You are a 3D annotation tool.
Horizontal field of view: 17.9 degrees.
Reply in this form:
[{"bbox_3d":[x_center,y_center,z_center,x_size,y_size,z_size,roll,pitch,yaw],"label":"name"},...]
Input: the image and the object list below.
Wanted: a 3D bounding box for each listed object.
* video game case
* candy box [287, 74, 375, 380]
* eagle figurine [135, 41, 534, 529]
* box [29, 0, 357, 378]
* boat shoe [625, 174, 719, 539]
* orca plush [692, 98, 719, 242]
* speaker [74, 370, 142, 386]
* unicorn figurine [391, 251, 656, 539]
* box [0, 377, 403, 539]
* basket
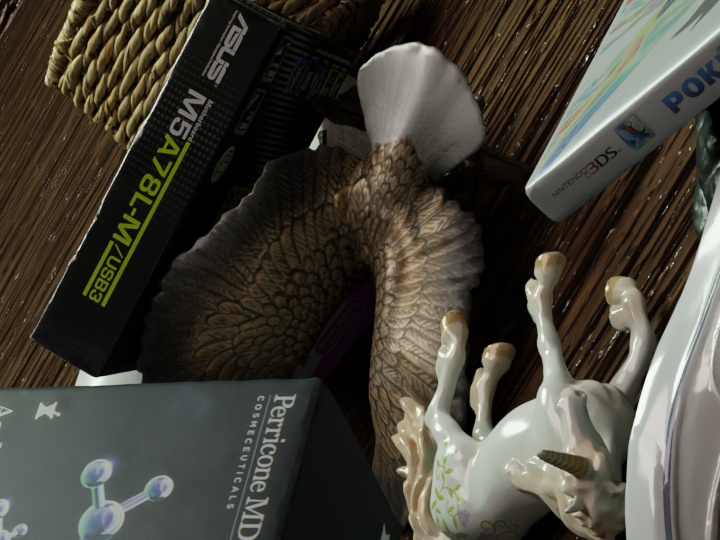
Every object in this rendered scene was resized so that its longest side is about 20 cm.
[{"bbox_3d":[0.151,-0.124,0.847,0.182,0.022,0.200,-40,13,42],"label":"video game case"},{"bbox_3d":[-0.037,-0.015,1.323,0.137,0.061,0.201,-51,20,27],"label":"candy box"},{"bbox_3d":[0.004,0.005,1.095,0.151,0.151,0.201,-15,36,54],"label":"eagle figurine"},{"bbox_3d":[-0.079,-0.042,1.170,0.194,0.047,0.200,-64,-9,5],"label":"box"},{"bbox_3d":[0.143,0.030,0.763,0.065,0.073,0.202,-5,68,52],"label":"boat shoe"},{"bbox_3d":[0.139,-0.044,0.880,0.105,0.071,0.201,-38,30,50],"label":"orca plush"},{"bbox_3d":[-0.132,0.037,1.472,0.081,0.081,0.201,-41,27,46],"label":"speaker"},{"bbox_3d":[0.073,0.064,0.925,0.200,0.073,0.138,120,159,-55],"label":"unicorn figurine"},{"bbox_3d":[-0.103,0.134,0.879,0.198,0.107,0.149,-3,49,21],"label":"box"},{"bbox_3d":[-0.085,-0.159,1.441,0.143,0.149,0.200,-42,-10,-37],"label":"basket"}]
